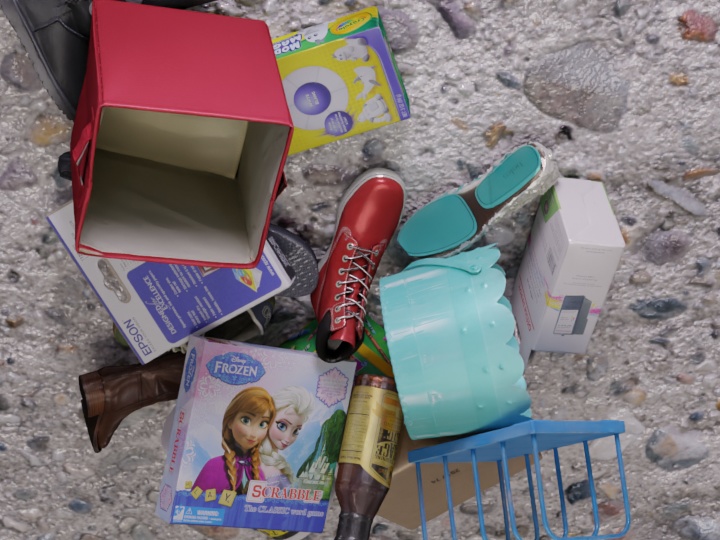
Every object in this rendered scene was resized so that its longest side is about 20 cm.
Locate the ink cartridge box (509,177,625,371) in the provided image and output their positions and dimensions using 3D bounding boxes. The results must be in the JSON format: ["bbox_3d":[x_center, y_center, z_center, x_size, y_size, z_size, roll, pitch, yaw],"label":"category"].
[{"bbox_3d":[0.225,0.011,1.618,0.067,0.118,0.201,5,130,-11],"label":"ink cartridge box"}]

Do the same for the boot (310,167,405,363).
[{"bbox_3d":[0.000,0.000,1.573,0.072,0.145,0.201,15,125,-14],"label":"boot"}]

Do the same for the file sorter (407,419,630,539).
[{"bbox_3d":[0.171,0.236,1.546,0.138,0.124,0.199,4,163,-38],"label":"file sorter"}]

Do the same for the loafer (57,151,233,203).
[{"bbox_3d":[-0.218,-0.070,1.483,0.199,0.068,0.071,19,106,4],"label":"loafer"}]

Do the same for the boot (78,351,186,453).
[{"bbox_3d":[-0.230,0.147,1.727,0.198,0.065,0.187,-15,159,-16],"label":"boot"}]

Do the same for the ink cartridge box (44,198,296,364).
[{"bbox_3d":[-0.202,-0.028,1.556,0.199,0.047,0.198,-27,104,19],"label":"ink cartridge box"}]

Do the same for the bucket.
[{"bbox_3d":[0.102,0.080,1.548,0.134,0.208,0.208,-11,129,5],"label":"bucket"}]

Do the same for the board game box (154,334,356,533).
[{"bbox_3d":[-0.113,0.183,1.600,0.199,0.041,0.201,9,92,-34],"label":"board game box"}]

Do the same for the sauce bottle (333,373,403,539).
[{"bbox_3d":[0.007,0.218,1.626,0.065,0.202,0.066,9,167,2],"label":"sauce bottle"}]

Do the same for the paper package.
[{"bbox_3d":[0.089,0.208,1.735,0.199,0.104,0.190,-31,147,15],"label":"paper package"}]

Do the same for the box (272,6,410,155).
[{"bbox_3d":[-0.059,-0.184,1.484,0.198,0.049,0.118,-16,128,10],"label":"box"}]

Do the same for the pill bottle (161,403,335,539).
[{"bbox_3d":[-0.132,0.224,1.686,0.112,0.113,0.200,-36,122,22],"label":"pill bottle"}]

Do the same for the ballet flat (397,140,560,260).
[{"bbox_3d":[0.135,-0.066,1.586,0.199,0.072,0.072,-32,125,21],"label":"ballet flat"}]

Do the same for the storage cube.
[{"bbox_3d":[-0.173,-0.127,1.365,0.198,0.180,0.172,4,129,-17],"label":"storage cube"}]

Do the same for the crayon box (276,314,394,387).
[{"bbox_3d":[-0.051,0.134,1.730,0.199,0.058,0.119,-36,123,22],"label":"crayon box"}]

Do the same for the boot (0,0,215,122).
[{"bbox_3d":[-0.227,-0.245,1.415,0.199,0.066,0.165,-22,129,7],"label":"boot"}]

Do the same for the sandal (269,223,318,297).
[{"bbox_3d":[-0.133,-0.036,1.602,0.199,0.043,0.076,25,118,-9],"label":"sandal"}]

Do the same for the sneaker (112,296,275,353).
[{"bbox_3d":[-0.190,0.061,1.639,0.199,0.090,0.067,-17,129,9],"label":"sneaker"}]
